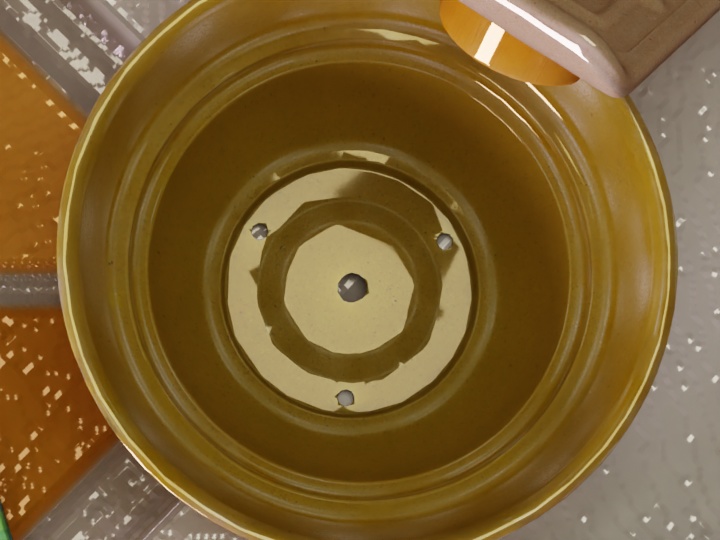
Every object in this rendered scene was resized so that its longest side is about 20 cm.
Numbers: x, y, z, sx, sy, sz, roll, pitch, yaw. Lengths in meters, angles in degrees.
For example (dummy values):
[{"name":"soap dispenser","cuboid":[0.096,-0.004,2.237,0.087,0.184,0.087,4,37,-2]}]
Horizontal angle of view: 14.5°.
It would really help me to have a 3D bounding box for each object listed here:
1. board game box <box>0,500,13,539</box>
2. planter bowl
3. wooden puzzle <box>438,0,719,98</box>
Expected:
[{"name":"board game box","cuboid":[-0.211,0.034,0.946,0.151,0.037,0.201,-17,82,-7]},{"name":"planter bowl","cuboid":[0.000,0.000,0.946,0.200,0.083,0.201,1,81,-5]},{"name":"wooden puzzle","cuboid":[0.037,-0.126,0.927,0.185,0.200,0.046,34,121,11]}]
